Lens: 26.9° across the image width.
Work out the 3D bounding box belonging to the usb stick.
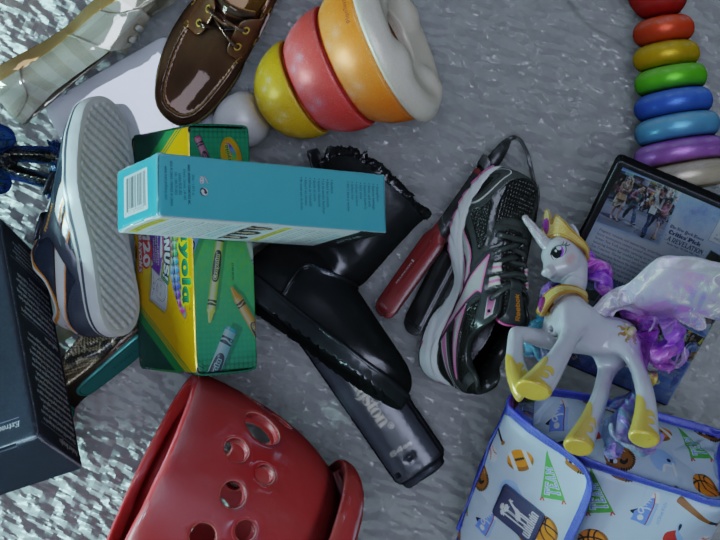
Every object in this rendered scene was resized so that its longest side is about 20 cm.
[{"bbox_3d":[0.003,0.101,1.337,0.055,0.033,0.201,-34,94,0],"label":"usb stick"}]

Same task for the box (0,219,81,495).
[{"bbox_3d":[-0.332,0.082,1.250,0.147,0.107,0.202,-17,67,4],"label":"box"}]

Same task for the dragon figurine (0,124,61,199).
[{"bbox_3d":[-0.326,-0.096,1.265,0.099,0.199,0.060,8,92,36],"label":"dragon figurine"}]

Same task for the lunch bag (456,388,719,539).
[{"bbox_3d":[0.193,0.202,1.281,0.198,0.124,0.171,18,121,0],"label":"lunch bag"}]

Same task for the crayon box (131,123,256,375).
[{"bbox_3d":[-0.141,-0.017,1.261,0.058,0.118,0.203,-2,91,-32],"label":"crayon box"}]

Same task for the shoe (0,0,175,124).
[{"bbox_3d":[-0.229,-0.195,1.297,0.199,0.070,0.054,-30,92,9],"label":"shoe"}]

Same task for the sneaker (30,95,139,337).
[{"bbox_3d":[-0.239,-0.044,1.273,0.079,0.078,0.203,-3,88,34],"label":"sneaker"}]

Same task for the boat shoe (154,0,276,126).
[{"bbox_3d":[-0.117,-0.218,1.292,0.072,0.068,0.201,31,89,-5],"label":"boat shoe"}]

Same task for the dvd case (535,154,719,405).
[{"bbox_3d":[0.245,0.011,1.305,0.141,0.018,0.201,22,119,-2],"label":"dvd case"}]

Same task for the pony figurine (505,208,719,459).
[{"bbox_3d":[0.205,0.054,1.222,0.191,0.167,0.201,23,49,-11],"label":"pony figurine"}]

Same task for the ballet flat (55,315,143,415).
[{"bbox_3d":[-0.267,0.099,1.322,0.075,0.068,0.200,41,86,18],"label":"ballet flat"}]

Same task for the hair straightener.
[{"bbox_3d":[0.095,-0.029,1.337,0.077,0.041,0.201,33,87,-29],"label":"hair straightener"}]

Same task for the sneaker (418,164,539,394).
[{"bbox_3d":[0.119,0.015,1.287,0.079,0.086,0.202,5,104,-29],"label":"sneaker"}]

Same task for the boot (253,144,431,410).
[{"bbox_3d":[0.000,0.001,1.286,0.197,0.073,0.163,36,77,12],"label":"boot"}]

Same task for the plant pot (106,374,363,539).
[{"bbox_3d":[-0.104,0.210,1.263,0.181,0.200,0.202,25,93,-10],"label":"plant pot"}]

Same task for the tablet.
[{"bbox_3d":[-0.177,-0.089,1.331,0.129,0.014,0.201,-29,93,1],"label":"tablet"}]

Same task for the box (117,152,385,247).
[{"bbox_3d":[-0.084,-0.053,1.176,0.198,0.082,0.050,3,81,-31],"label":"box"}]

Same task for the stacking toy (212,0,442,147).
[{"bbox_3d":[-0.042,-0.164,1.291,0.198,0.146,0.148,-22,94,18],"label":"stacking toy"}]

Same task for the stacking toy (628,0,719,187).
[{"bbox_3d":[0.267,-0.170,1.309,0.084,0.085,0.203,-9,89,-1],"label":"stacking toy"}]
